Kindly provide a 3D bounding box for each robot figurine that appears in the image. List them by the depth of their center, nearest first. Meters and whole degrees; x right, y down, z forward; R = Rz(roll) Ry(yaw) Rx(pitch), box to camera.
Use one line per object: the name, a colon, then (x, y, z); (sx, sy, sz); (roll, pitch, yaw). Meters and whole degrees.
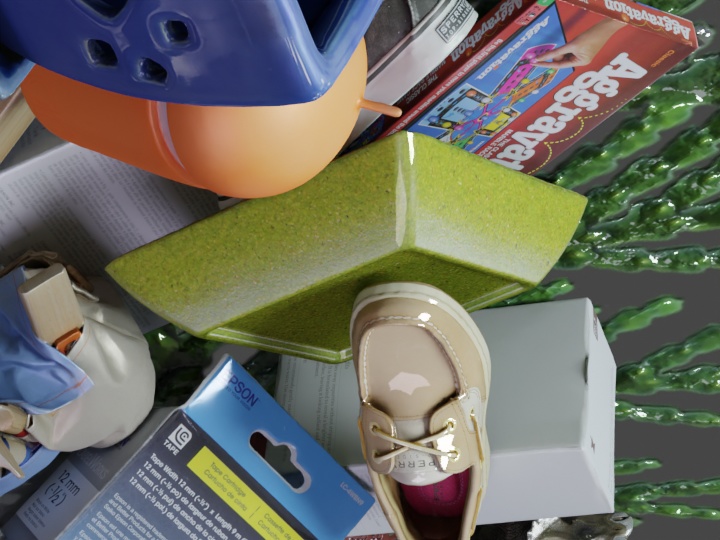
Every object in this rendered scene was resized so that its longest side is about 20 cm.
robot figurine: (-0.079, -0.100, 1.017); (0.200, 0.117, 0.144); (20, 146, 37)

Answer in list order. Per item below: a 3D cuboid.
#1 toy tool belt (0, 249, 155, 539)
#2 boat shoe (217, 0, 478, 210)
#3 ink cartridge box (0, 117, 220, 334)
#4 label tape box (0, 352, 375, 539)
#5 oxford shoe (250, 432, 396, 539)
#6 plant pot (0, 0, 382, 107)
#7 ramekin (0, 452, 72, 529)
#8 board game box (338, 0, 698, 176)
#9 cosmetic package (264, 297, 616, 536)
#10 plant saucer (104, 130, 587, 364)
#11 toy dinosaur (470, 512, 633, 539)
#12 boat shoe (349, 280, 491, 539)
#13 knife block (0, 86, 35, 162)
toy tool belt: (-0.215, 0.074, 1.188); (0.200, 0.125, 0.123); (-40, 158, 5)
boat shoe: (-0.022, -0.095, 1.120); (0.064, 0.071, 0.200); (43, 131, -8)
ink cartridge box: (-0.108, -0.043, 1.232); (0.200, 0.057, 0.163); (-25, 137, 6)
label tape box: (-0.111, 0.156, 1.260); (0.143, 0.200, 0.066); (47, 170, -29)
oxford shoe: (-0.056, 0.128, 1.439); (0.200, 0.070, 0.075); (26, 169, -30)
plant pot: (-0.096, -0.188, 0.869); (0.180, 0.200, 0.200); (-6, 125, 24)
ramekin: (-0.209, 0.139, 1.353); (0.098, 0.201, 0.200); (7, 144, -16)
board game box: (0.071, -0.083, 1.140); (0.103, 0.019, 0.200); (12, 146, -34)
cosmetic package: (0.050, 0.090, 1.318); (0.200, 0.113, 0.081); (-4, 142, 17)
plant saucer: (0.000, 0.000, 1.179); (0.200, 0.048, 0.200); (-22, 160, 28)
toy dinosaur: (0.096, 0.186, 1.445); (0.077, 0.102, 0.200); (22, 139, -20)
boat shoe: (0.036, 0.088, 1.177); (0.074, 0.069, 0.200); (-4, 138, 12)
knife block: (-0.240, -0.035, 1.147); (0.200, 0.064, 0.176); (-4, 100, 12)
